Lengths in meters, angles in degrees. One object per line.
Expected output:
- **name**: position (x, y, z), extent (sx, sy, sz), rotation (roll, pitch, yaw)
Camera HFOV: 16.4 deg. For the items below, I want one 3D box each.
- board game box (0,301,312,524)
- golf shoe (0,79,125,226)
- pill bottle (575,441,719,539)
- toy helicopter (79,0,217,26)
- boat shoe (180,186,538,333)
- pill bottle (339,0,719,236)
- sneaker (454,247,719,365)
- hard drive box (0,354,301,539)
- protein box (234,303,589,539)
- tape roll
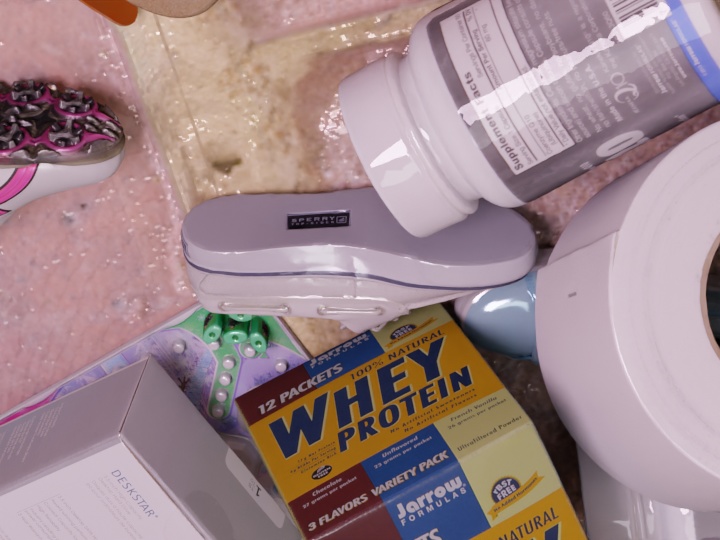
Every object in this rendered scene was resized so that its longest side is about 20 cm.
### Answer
- **board game box**: position (-0.095, 0.128, 1.503), extent (0.200, 0.026, 0.200), rotation (-29, 116, 16)
- **golf shoe**: position (-0.219, -0.050, 1.380), extent (0.200, 0.073, 0.092), rotation (-5, 126, 15)
- **pill bottle**: position (0.229, 0.129, 1.452), extent (0.200, 0.114, 0.114), rotation (-8, 119, 5)
- **toy helicopter**: position (-0.153, -0.201, 1.295), extent (0.200, 0.079, 0.132), rotation (35, 136, -2)
- **boat shoe**: position (0.000, 0.000, 1.409), extent (0.200, 0.071, 0.070), rotation (-1, 131, 2)
- **pill bottle**: position (0.097, -0.104, 1.311), extent (0.200, 0.114, 0.114), rotation (-27, 116, 15)
- **sneaker**: position (0.154, 0.037, 1.418), extent (0.200, 0.082, 0.074), rotation (3, 119, -1)
- **hard drive box**: position (-0.162, 0.161, 1.455), extent (0.200, 0.077, 0.156), rotation (-24, 117, 26)
- **protein box**: position (0.047, 0.156, 1.399), extent (0.135, 0.199, 0.200), rotation (-28, 114, -3)
- **tape roll**: position (0.207, 0.025, 1.325), extent (0.202, 0.139, 0.203), rotation (2, 82, -13)
